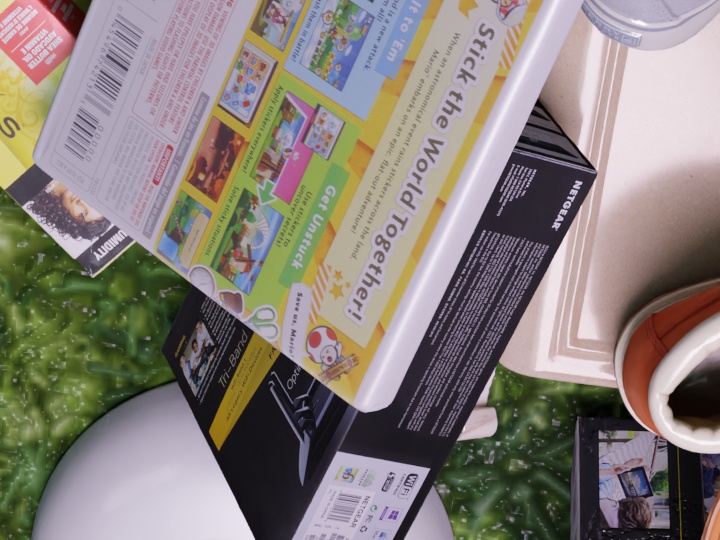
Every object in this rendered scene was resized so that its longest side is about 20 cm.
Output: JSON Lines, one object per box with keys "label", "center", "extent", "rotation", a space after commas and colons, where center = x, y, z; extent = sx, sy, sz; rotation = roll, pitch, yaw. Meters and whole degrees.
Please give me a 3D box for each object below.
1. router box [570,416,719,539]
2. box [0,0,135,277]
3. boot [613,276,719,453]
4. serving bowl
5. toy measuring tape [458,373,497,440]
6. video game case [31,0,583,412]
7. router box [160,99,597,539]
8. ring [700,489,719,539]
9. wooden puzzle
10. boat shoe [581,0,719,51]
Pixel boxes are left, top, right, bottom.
{"label": "router box", "center": [0.162, 0.158, 0.991], "extent": [0.148, 0.201, 0.051], "rotation": [2, 143, 3]}
{"label": "box", "center": [-0.151, -0.096, 0.979], "extent": [0.075, 0.050, 0.200], "rotation": [-38, 106, 18]}
{"label": "boot", "center": [0.191, 0.018, 0.866], "extent": [0.199, 0.107, 0.075], "rotation": [-22, 91, 5]}
{"label": "serving bowl", "center": [-0.055, 0.150, 1.072], "extent": [0.199, 0.066, 0.201], "rotation": [1, 113, 2]}
{"label": "toy measuring tape", "center": [0.084, -0.008, 0.989], "extent": [0.073, 0.074, 0.201], "rotation": [13, 111, -2]}
{"label": "video game case", "center": [-0.021, -0.080, 0.870], "extent": [0.182, 0.023, 0.201], "rotation": [36, 113, 25]}
{"label": "router box", "center": [0.000, 0.000, 0.952], "extent": [0.052, 0.157, 0.201], "rotation": [13, 117, -30]}
{"label": "ring", "center": [0.228, 0.131, 0.912], "extent": [0.199, 0.019, 0.202], "rotation": [-1, 84, 10]}
{"label": "wooden puzzle", "center": [0.159, -0.038, 0.928], "extent": [0.199, 0.037, 0.186], "rotation": [9, 106, 1]}
{"label": "boat shoe", "center": [0.153, -0.165, 0.867], "extent": [0.070, 0.072, 0.201], "rotation": [37, 68, 11]}
